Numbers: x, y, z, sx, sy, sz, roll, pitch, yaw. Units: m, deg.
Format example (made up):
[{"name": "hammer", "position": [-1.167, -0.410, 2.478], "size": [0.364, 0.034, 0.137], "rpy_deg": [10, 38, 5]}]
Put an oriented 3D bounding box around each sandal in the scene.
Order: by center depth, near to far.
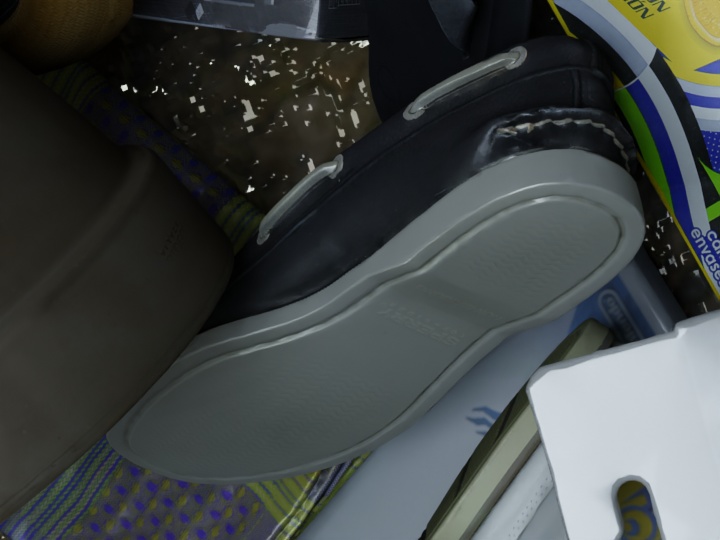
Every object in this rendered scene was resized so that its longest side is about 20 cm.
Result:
[{"name": "sandal", "position": [0.016, -0.094, 0.832], "size": [0.076, 0.043, 0.200], "rpy_deg": [43, 151, 40]}]

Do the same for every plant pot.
[{"name": "plant pot", "position": [-0.163, -0.014, 0.829], "size": [0.200, 0.200, 0.174], "rpy_deg": [-29, 107, 22]}]

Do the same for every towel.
[{"name": "towel", "position": [-0.085, 0.026, 0.947], "size": [0.200, 0.023, 0.144], "rpy_deg": [44, 109, 20]}]

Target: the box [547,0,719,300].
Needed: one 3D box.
[{"name": "box", "position": [0.088, -0.095, 0.850], "size": [0.064, 0.070, 0.200], "rpy_deg": [-31, 84, 24]}]

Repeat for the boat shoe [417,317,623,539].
[{"name": "boat shoe", "position": [0.037, 0.110, 0.864], "size": [0.068, 0.075, 0.200], "rpy_deg": [31, 102, 3]}]

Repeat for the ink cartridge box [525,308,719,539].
[{"name": "ink cartridge box", "position": [0.155, 0.053, 0.811], "size": [0.200, 0.068, 0.115], "rpy_deg": [-15, 88, 5]}]

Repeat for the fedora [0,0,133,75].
[{"name": "fedora", "position": [-0.146, -0.139, 0.863], "size": [0.200, 0.201, 0.082], "rpy_deg": [14, 59, 20]}]

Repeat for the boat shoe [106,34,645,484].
[{"name": "boat shoe", "position": [0.000, 0.000, 0.854], "size": [0.200, 0.074, 0.060], "rpy_deg": [-36, 42, 40]}]

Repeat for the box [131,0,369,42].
[{"name": "box", "position": [-0.065, -0.178, 0.915], "size": [0.158, 0.048, 0.200], "rpy_deg": [8, 100, 21]}]

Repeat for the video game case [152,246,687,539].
[{"name": "video game case", "position": [0.051, 0.106, 0.902], "size": [0.182, 0.022, 0.200], "rpy_deg": [-36, 75, 22]}]
